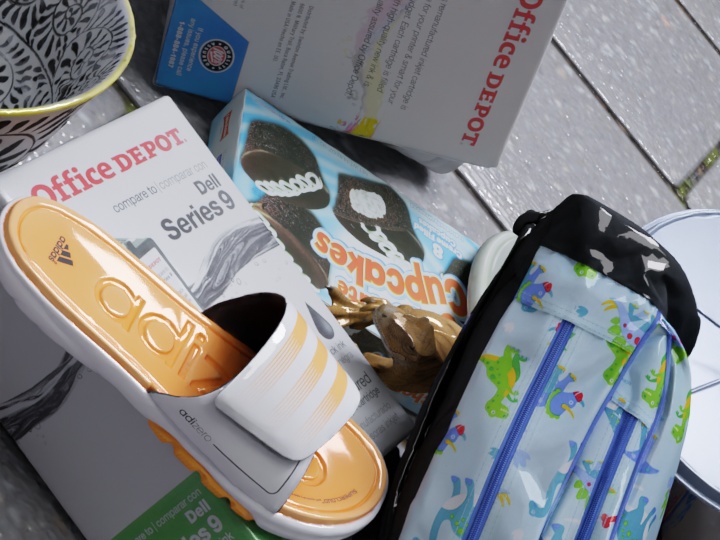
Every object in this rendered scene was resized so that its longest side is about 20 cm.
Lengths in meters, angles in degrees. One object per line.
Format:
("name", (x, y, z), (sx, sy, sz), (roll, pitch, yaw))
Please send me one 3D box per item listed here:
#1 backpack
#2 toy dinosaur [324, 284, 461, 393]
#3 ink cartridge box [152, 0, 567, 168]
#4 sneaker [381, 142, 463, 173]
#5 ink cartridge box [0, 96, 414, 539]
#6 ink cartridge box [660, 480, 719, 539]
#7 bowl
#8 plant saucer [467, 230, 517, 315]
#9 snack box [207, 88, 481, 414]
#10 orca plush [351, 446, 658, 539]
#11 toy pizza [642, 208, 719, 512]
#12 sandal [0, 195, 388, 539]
("backpack", (0.078, 0.095, 0.923), (0.153, 0.163, 0.200), (38, 72, 11))
("toy dinosaur", (0.039, 0.042, 1.036), (0.200, 0.105, 0.061), (-2, 98, -66))
("ink cartridge box", (0.005, -0.174, 1.123), (0.198, 0.148, 0.146), (14, 45, -9))
("sneaker", (0.014, -0.157, 1.244), (0.099, 0.075, 0.201), (13, 49, -44))
("ink cartridge box", (-0.090, 0.037, 0.934), (0.201, 0.084, 0.146), (53, 35, 2))
("ink cartridge box", (0.253, 0.151, 1.226), (0.144, 0.084, 0.201), (32, 38, -25))
("bowl", (-0.206, -0.096, 0.896), (0.199, 0.095, 0.202), (19, 34, -14))
("plant saucer", (0.132, 0.064, 1.158), (0.200, 0.050, 0.202), (41, 35, -38))
("snack box", (0.000, 0.000, 1.115), (0.199, 0.037, 0.117), (32, 40, -26))
("orca plush", (0.100, 0.130, 1.027), (0.199, 0.071, 0.106), (30, 43, 0))
("toy pizza", (0.214, 0.057, 1.127), (0.198, 0.032, 0.202), (13, 55, -19))
("sandal", (-0.059, 0.034, 0.846), (0.206, 0.059, 0.080), (39, 39, -17))
